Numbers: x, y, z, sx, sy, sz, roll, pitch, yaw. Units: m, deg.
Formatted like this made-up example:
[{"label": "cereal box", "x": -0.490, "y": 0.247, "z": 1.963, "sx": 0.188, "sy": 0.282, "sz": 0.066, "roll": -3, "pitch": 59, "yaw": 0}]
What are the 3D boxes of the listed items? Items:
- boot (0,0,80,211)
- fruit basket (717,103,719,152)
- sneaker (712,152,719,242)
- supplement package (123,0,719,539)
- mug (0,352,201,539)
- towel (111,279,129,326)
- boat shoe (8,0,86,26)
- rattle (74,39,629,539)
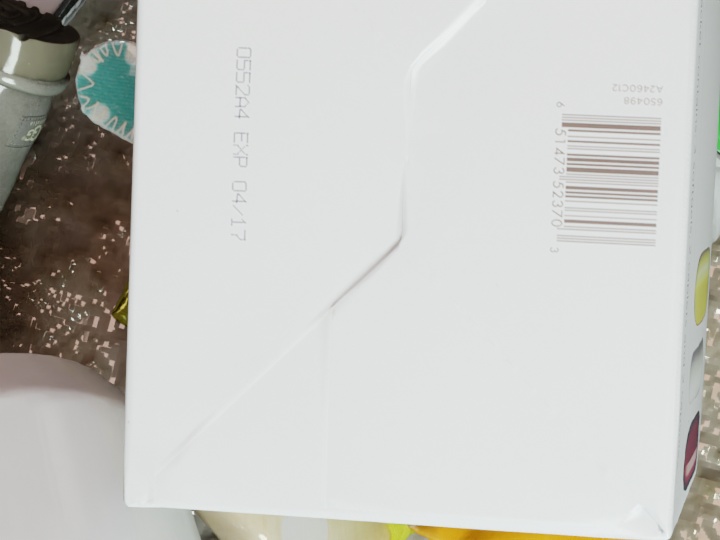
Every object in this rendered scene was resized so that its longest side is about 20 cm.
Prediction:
[{"label": "boot", "x": -0.194, "y": -0.013, "z": 0.899, "sx": 0.181, "sy": 0.073, "sz": 0.201, "roll": 26, "pitch": 108, "yaw": 16}, {"label": "fruit basket", "x": 0.126, "y": -0.127, "z": 0.900, "sx": 0.185, "sy": 0.094, "sz": 0.200, "roll": 31, "pitch": 41, "yaw": 8}, {"label": "sneaker", "x": 0.031, "y": -0.047, "z": 0.914, "sx": 0.200, "sy": 0.070, "sz": 0.080, "roll": 31, "pitch": 89, "yaw": -2}, {"label": "supplement package", "x": 0.022, "y": -0.035, "z": 0.772, "sx": 0.155, "sy": 0.111, "sz": 0.201, "roll": 3, "pitch": 96, "yaw": 10}, {"label": "mug", "x": -0.107, "y": 0.120, "z": 0.832, "sx": 0.149, "sy": 0.187, "sz": 0.154, "roll": -8, "pitch": 63, "yaw": -10}, {"label": "towel", "x": -0.008, "y": -0.054, "z": 0.956, "sx": 0.086, "sy": 0.018, "sz": 0.200, "roll": 26, "pitch": 85, "yaw": 9}, {"label": "boat shoe", "x": -0.075, "y": -0.144, "z": 0.949, "sx": 0.073, "sy": 0.068, "sz": 0.200, "roll": 7, "pitch": 65, "yaw": 51}, {"label": "rattle", "x": 0.000, "y": 0.000, "z": 0.862, "sx": 0.130, "sy": 0.143, "sz": 0.201, "roll": -13, "pitch": 97, "yaw": -29}]
